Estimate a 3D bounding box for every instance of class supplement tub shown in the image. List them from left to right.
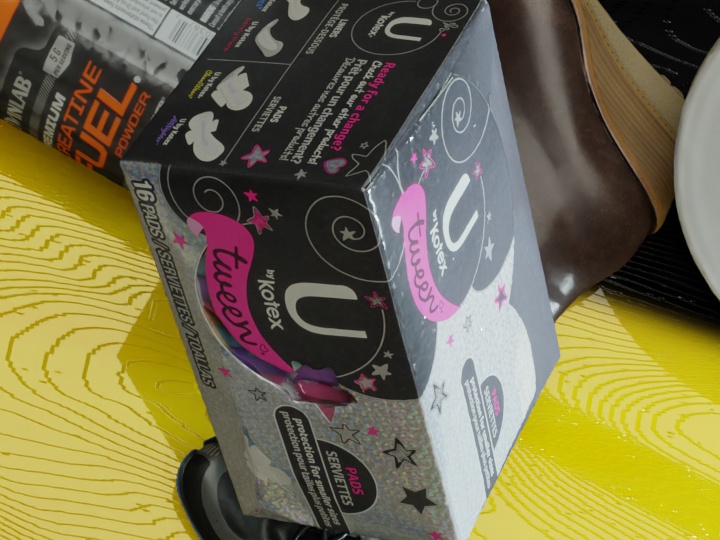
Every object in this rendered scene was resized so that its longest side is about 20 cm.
[{"bbox_3d":[-0.120,-0.104,1.020,0.199,0.107,0.107,29,76,1],"label":"supplement tub"}]

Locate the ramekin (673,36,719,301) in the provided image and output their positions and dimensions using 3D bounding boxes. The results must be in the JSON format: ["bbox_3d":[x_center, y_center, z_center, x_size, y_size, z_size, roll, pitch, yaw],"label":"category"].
[{"bbox_3d":[0.248,-0.055,1.023,0.200,0.094,0.204,3,107,10],"label":"ramekin"}]

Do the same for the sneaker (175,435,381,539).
[{"bbox_3d":[0.000,0.144,0.992,0.071,0.083,0.200,-44,83,-12],"label":"sneaker"}]

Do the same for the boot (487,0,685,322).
[{"bbox_3d":[0.053,-0.068,1.048,0.200,0.072,0.167,42,75,0],"label":"boot"}]

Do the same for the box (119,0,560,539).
[{"bbox_3d":[0.000,0.000,0.922,0.114,0.201,0.132,6,43,26],"label":"box"}]
